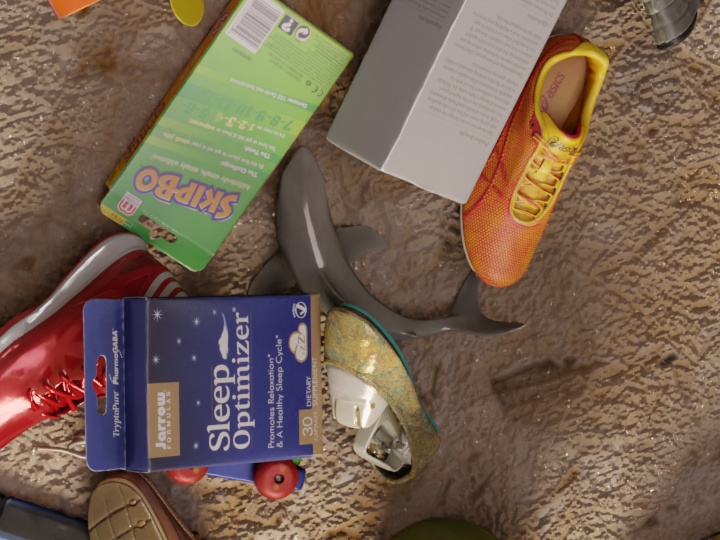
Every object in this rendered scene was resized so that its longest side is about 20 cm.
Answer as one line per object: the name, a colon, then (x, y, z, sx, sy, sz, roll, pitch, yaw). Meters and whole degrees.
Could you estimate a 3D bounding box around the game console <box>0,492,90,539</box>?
game console: (-0.282, 0.272, 1.613, 0.118, 0.171, 0.200, 26, 97, 5)

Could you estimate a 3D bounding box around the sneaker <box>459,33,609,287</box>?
sneaker: (0.127, -0.083, 1.645, 0.073, 0.077, 0.200, 14, 97, -19)

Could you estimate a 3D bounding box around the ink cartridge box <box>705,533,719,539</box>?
ink cartridge box: (0.325, 0.305, 1.789, 0.200, 0.145, 0.145, -21, 110, -10)

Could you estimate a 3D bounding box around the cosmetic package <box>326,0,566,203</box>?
cosmetic package: (0.069, -0.160, 1.598, 0.101, 0.071, 0.200, 19, 100, -46)

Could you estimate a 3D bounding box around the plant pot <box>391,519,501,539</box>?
plant pot: (0.086, 0.280, 1.684, 0.200, 0.190, 0.200, -5, 107, -16)

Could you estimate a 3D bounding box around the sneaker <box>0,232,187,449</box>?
sneaker: (-0.199, 0.077, 1.567, 0.200, 0.116, 0.078, -50, 151, 5)

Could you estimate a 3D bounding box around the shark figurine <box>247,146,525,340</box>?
shark figurine: (0.006, 0.020, 1.641, 0.214, 0.090, 0.128, 34, 95, -21)

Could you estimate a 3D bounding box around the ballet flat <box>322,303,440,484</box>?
ballet flat: (0.010, 0.100, 1.633, 0.071, 0.071, 0.200, -35, 144, -5)

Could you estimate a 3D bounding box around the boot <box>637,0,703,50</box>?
boot: (0.203, -0.214, 1.589, 0.068, 0.200, 0.131, -18, 113, 34)

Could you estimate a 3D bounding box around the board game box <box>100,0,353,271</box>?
board game box: (-0.101, -0.104, 1.603, 0.096, 0.030, 0.200, 34, 92, -22)

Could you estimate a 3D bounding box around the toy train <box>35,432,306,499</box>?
toy train: (-0.131, 0.095, 1.627, 0.200, 0.085, 0.116, 12, 91, -20)

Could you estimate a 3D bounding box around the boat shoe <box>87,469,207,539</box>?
boat shoe: (-0.145, 0.229, 1.669, 0.072, 0.068, 0.200, -6, 120, 32)

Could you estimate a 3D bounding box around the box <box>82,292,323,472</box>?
box: (-0.107, 0.078, 1.541, 0.200, 0.032, 0.121, -1, 90, -44)

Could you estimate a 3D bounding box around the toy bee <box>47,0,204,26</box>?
toy bee: (-0.123, -0.235, 1.530, 0.200, 0.109, 0.131, -1, 116, 9)
